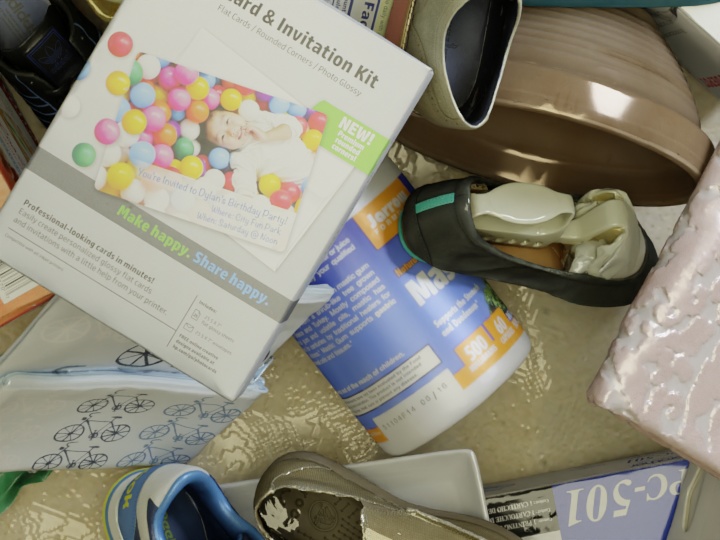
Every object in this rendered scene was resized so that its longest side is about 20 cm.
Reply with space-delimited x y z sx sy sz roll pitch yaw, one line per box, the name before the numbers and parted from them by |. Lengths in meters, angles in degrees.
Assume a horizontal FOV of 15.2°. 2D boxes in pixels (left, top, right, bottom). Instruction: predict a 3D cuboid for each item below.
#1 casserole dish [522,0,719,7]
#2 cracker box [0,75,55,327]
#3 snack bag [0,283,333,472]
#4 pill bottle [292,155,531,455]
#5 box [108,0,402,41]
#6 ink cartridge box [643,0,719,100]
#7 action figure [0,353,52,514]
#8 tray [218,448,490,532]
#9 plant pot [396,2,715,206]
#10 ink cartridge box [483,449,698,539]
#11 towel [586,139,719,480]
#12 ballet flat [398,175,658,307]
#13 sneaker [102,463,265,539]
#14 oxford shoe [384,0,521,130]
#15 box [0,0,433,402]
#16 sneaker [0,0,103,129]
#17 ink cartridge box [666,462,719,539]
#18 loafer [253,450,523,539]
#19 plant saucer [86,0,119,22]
casserole dish | 0.140 -0.206 1.474 0.199 0.039 0.122 0 92 -5
cracker box | -0.209 -0.042 1.537 0.058 0.200 0.134 -29 94 2
snack bag | -0.129 0.061 1.533 0.188 0.200 0.021 3 55 -39
pill bottle | 0.000 0.000 1.593 0.112 0.112 0.200 -38 95 1
box | -0.085 -0.197 1.489 0.199 0.176 0.097 12 102 -15
ink cartridge box | 0.180 -0.192 1.569 0.200 0.145 0.084 41 89 -4
action figure | -0.206 0.087 1.624 0.199 0.055 0.118 -26 92 -4
tray | -0.008 0.169 1.616 0.199 0.022 0.108 -10 94 25
plant pot | 0.111 -0.109 1.554 0.200 0.201 0.093 14 79 -3
ink cartridge box | 0.113 0.173 1.644 0.199 0.044 0.094 -11 96 -1
towel | 0.246 0.030 1.520 0.191 0.032 0.200 31 83 -20
ballet flat | 0.115 -0.018 1.571 0.199 0.068 0.068 6 65 -37
sneaker | -0.081 0.202 1.588 0.074 0.082 0.200 -30 88 -34
oxford shoe | 0.063 -0.170 1.405 0.071 0.074 0.201 -5 110 -29
box | -0.078 -0.057 1.387 0.156 0.041 0.200 32 93 1
sneaker | -0.168 -0.108 1.595 0.200 0.078 0.070 45 91 -4
ink cartridge box | 0.294 0.164 1.606 0.199 0.083 0.147 17 88 -16
loafer | 0.020 0.169 1.554 0.199 0.067 0.076 20 107 19
plant saucer | -0.133 -0.282 1.599 0.200 0.048 0.200 -39 94 1
